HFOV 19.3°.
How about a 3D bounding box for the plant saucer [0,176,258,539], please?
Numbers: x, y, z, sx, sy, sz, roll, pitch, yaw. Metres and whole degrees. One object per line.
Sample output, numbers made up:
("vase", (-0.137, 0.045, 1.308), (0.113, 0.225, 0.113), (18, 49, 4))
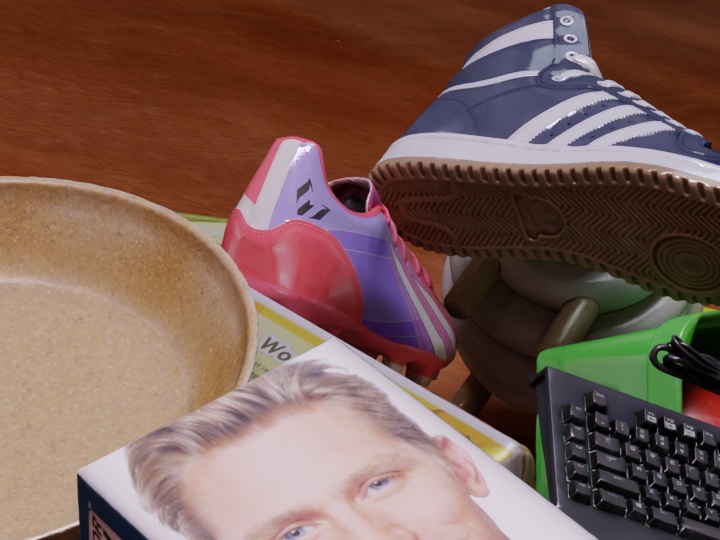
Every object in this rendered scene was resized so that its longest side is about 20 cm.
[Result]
("plant saucer", (-0.132, 0.038, 0.701), (0.200, 0.036, 0.200), (-1, 36, 1))

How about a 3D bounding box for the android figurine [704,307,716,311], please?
("android figurine", (0.178, 0.051, 1.153), (0.199, 0.041, 0.182), (11, 17, -12))

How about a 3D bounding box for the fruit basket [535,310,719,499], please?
("fruit basket", (0.197, 0.090, 0.883), (0.215, 0.156, 0.216), (0, 4, 0))

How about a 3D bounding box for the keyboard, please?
("keyboard", (0.151, 0.074, 0.761), (0.200, 0.021, 0.127), (21, 36, -19))

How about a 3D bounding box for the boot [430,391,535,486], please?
("boot", (-0.040, 0.068, 0.862), (0.166, 0.073, 0.200), (14, 2, 32))

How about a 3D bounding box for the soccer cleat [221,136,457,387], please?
("soccer cleat", (0.000, 0.000, 0.878), (0.067, 0.077, 0.200), (16, -2, 23))

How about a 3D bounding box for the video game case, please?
("video game case", (-0.079, 0.067, 0.709), (0.200, 0.023, 0.182), (28, 47, 35))

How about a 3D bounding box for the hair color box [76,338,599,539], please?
("hair color box", (0.019, 0.107, 0.580), (0.100, 0.061, 0.200), (-26, 45, -33))

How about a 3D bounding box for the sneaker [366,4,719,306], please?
("sneaker", (0.110, -0.052, 0.879), (0.200, 0.070, 0.109), (9, 46, 29))

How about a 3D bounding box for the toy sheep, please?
("toy sheep", (0.099, 0.013, 1.012), (0.137, 0.200, 0.138), (0, 56, -1))

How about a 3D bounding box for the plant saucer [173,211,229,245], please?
("plant saucer", (-0.143, -0.005, 0.972), (0.199, 0.048, 0.200), (1, 5, -38))
